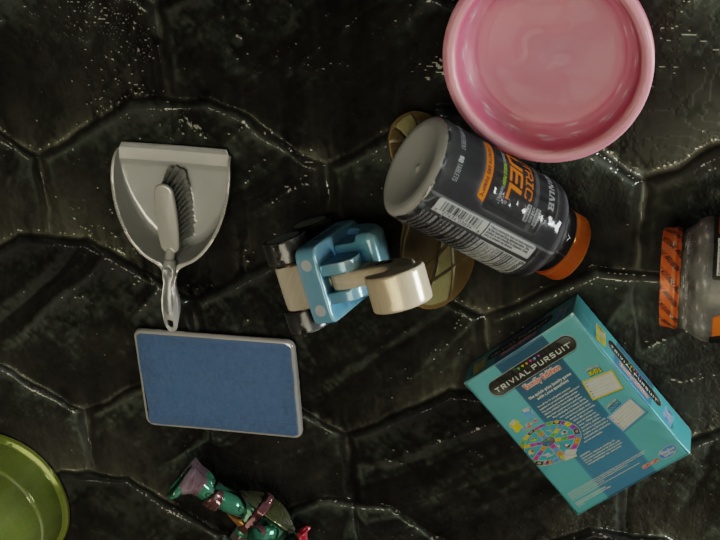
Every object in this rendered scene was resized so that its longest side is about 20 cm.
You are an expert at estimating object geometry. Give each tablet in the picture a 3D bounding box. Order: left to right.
[{"bbox_3d":[-0.166,0.131,1.527,0.198,0.014,0.131,3,116,14],"label":"tablet"}]

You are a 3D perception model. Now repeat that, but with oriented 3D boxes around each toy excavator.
[{"bbox_3d":[0.000,0.000,1.302,0.198,0.194,0.101,-12,103,27],"label":"toy excavator"}]

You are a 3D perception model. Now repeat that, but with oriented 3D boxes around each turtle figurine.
[{"bbox_3d":[-0.137,0.307,1.561,0.200,0.101,0.150,40,161,-3],"label":"turtle figurine"}]

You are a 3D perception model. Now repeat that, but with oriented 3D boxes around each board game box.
[{"bbox_3d":[0.232,0.146,1.394,0.151,0.047,0.200,-35,101,28],"label":"board game box"}]

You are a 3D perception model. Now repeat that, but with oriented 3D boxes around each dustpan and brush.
[{"bbox_3d":[-0.206,-0.033,1.429,0.138,0.057,0.202,5,117,14],"label":"dustpan and brush"}]

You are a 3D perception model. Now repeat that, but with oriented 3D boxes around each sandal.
[{"bbox_3d":[0.068,-0.063,1.336,0.079,0.054,0.202,-12,97,-8],"label":"sandal"}]

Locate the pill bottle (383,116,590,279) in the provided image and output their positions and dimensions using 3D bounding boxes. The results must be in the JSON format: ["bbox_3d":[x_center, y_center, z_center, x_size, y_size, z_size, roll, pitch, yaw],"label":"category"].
[{"bbox_3d":[0.129,-0.061,1.268,0.199,0.107,0.106,25,123,-25],"label":"pill bottle"}]

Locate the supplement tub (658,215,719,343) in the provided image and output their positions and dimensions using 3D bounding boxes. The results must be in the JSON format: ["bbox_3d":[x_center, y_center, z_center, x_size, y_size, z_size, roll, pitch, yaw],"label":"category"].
[{"bbox_3d":[0.386,0.010,1.238,0.198,0.123,0.124,3,117,16],"label":"supplement tub"}]

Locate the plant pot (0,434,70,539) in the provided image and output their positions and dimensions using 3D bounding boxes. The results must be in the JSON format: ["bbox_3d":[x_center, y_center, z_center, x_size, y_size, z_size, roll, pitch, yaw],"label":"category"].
[{"bbox_3d":[-0.494,0.335,1.626,0.198,0.190,0.202,7,117,13],"label":"plant pot"}]

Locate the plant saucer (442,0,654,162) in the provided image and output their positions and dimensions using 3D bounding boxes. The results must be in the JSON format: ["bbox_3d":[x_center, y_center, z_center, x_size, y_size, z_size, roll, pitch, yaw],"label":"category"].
[{"bbox_3d":[0.179,-0.204,1.235,0.198,0.051,0.202,7,118,14],"label":"plant saucer"}]
